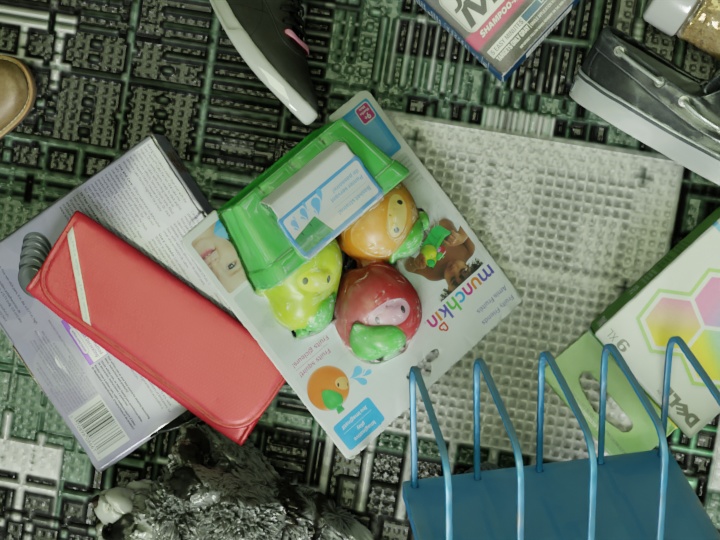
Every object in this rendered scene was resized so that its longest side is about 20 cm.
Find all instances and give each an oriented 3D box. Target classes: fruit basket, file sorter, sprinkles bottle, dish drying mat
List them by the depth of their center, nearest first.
[{"bbox_3d":[0.135,0.129,0.947,0.198,0.139,0.124,-6,117,-6],"label":"file sorter"},{"bbox_3d":[0.303,-0.161,1.022,0.199,0.068,0.069,31,96,3],"label":"sprinkles bottle"},{"bbox_3d":[0.000,0.000,1.030,0.185,0.094,0.200,-40,94,-18],"label":"fruit basket"},{"bbox_3d":[-0.149,0.043,1.058,0.199,0.018,0.077,35,96,2],"label":"dish drying mat"}]

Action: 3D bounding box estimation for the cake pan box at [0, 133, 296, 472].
[{"bbox_3d":[-0.173,0.027,1.093,0.184,0.052,0.201,-35,89,9],"label":"cake pan box"}]

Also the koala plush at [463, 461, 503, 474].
[{"bbox_3d":[0.090,0.265,1.006,0.177,0.200,0.184,-44,89,6],"label":"koala plush"}]

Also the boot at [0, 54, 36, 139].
[{"bbox_3d":[-0.346,-0.115,1.089,0.198,0.075,0.074,-16,90,6],"label":"boot"}]

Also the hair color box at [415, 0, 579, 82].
[{"bbox_3d":[0.066,-0.243,1.045,0.200,0.061,0.100,44,96,2],"label":"hair color box"}]

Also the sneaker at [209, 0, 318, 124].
[{"bbox_3d":[-0.055,-0.204,1.031,0.099,0.071,0.201,-31,65,7],"label":"sneaker"}]

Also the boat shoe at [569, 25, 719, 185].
[{"bbox_3d":[0.251,-0.111,1.025,0.199,0.072,0.068,30,115,10],"label":"boat shoe"}]

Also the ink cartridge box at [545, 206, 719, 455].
[{"bbox_3d":[0.237,0.050,1.047,0.200,0.059,0.104,-43,89,7],"label":"ink cartridge box"}]

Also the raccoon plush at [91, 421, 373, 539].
[{"bbox_3d":[-0.107,0.211,1.079,0.199,0.097,0.134,35,112,0],"label":"raccoon plush"}]
